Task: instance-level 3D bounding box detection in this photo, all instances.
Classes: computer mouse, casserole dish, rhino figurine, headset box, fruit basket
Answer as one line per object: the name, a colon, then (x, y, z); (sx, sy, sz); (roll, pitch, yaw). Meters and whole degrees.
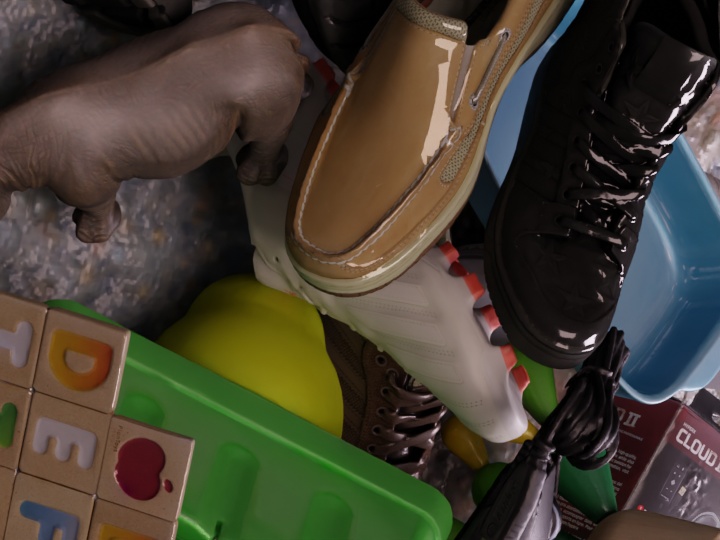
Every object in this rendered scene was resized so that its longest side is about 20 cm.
computer mouse: (0.061, 0.123, 1.212); (0.046, 0.140, 0.200); (34, 104, 2)
casserole dish: (0.101, -0.031, 1.299); (0.121, 0.039, 0.200); (-49, 116, -39)
rhino figurine: (-0.109, -0.053, 1.176); (0.199, 0.060, 0.088); (-21, 157, -8)
headset box: (0.139, 0.156, 1.435); (0.149, 0.077, 0.201); (35, 79, -39)
fruit basket: (-0.069, 0.093, 1.225); (0.215, 0.216, 0.156); (15, 115, -39)

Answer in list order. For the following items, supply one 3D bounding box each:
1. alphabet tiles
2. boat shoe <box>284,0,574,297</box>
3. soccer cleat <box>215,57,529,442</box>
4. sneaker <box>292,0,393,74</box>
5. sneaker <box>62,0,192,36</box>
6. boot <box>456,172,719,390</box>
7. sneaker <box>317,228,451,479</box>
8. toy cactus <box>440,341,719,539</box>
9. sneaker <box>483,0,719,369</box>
alphabet tiles: (-0.165, 0.083, 1.122); (0.006, 0.199, 0.167); (-36, 141, -70)
boat shoe: (0.026, -0.085, 1.189); (0.201, 0.071, 0.076); (-61, 163, -20)
soccer cleat: (0.000, 0.000, 1.234); (0.077, 0.200, 0.069); (-34, 160, 0)
sneaker: (-0.023, -0.173, 1.213); (0.073, 0.082, 0.201); (-38, 130, -26)
sneaker: (-0.125, -0.176, 1.155); (0.200, 0.075, 0.080); (47, 62, -46)
boot: (0.118, -0.007, 1.391); (0.199, 0.073, 0.096); (14, 66, -28)
sneaker: (0.010, 0.044, 1.306); (0.070, 0.075, 0.201); (-11, 108, -35)
toy cactus: (0.095, 0.135, 1.311); (0.102, 0.164, 0.201); (32, 64, -50)
sneaker: (0.106, -0.065, 1.198); (0.060, 0.104, 0.201); (22, 55, -16)
